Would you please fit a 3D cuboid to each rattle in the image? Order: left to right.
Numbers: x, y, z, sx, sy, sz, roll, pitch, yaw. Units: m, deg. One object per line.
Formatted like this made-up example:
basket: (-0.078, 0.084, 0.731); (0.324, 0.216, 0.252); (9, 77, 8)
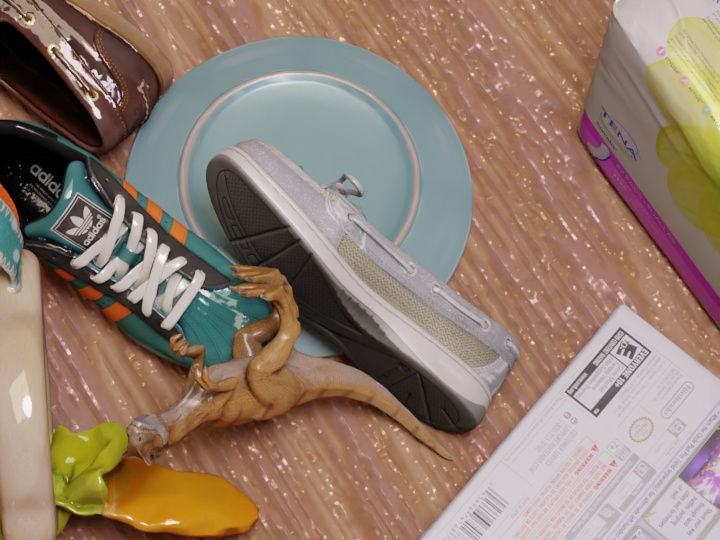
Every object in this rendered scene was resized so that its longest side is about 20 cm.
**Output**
rattle: (-0.134, 0.040, 1.098); (0.142, 0.130, 0.201); (-2, 89, 9)

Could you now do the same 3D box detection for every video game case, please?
video game case: (0.146, 0.148, 1.130); (0.181, 0.045, 0.200); (38, 71, 13)

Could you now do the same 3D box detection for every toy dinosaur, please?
toy dinosaur: (-0.044, 0.054, 1.122); (0.199, 0.060, 0.107); (-6, 106, -34)

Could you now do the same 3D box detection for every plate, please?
plate: (-0.034, -0.048, 1.213); (0.199, 0.026, 0.201); (1, 68, -3)

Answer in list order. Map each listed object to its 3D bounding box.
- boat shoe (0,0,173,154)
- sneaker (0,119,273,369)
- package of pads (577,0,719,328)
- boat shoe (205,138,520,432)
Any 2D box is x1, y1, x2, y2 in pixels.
boat shoe: (-0.202, -0.142, 1.210); (0.200, 0.070, 0.070); (33, 60, 6)
sneaker: (-0.134, -0.012, 1.155); (0.200, 0.080, 0.072); (36, 92, 15)
package of pads: (0.200, -0.051, 1.157); (0.068, 0.155, 0.200); (-31, 72, -14)
boat shoe: (0.001, 0.000, 1.149); (0.202, 0.074, 0.065); (43, 62, -10)
